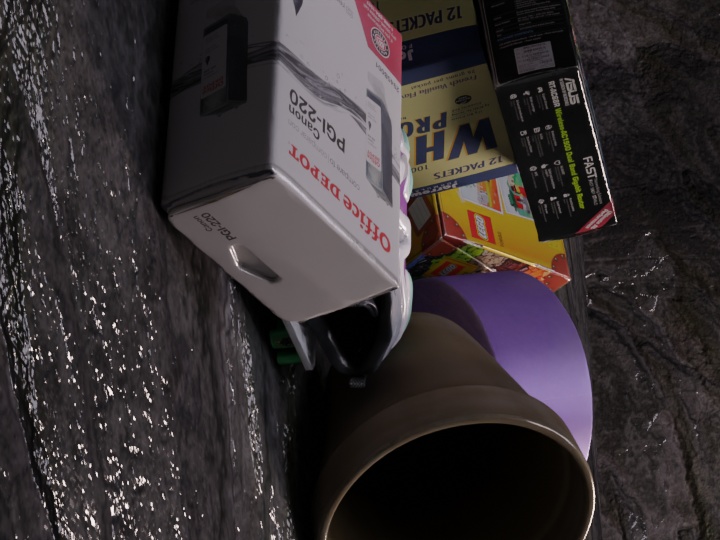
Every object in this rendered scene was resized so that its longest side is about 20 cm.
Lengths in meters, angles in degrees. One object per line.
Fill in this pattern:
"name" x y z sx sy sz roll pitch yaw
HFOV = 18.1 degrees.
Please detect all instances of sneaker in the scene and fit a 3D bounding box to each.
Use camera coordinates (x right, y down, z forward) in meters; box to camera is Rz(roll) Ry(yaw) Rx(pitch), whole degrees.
"sneaker" -0.004 -0.019 1.510 0.140 0.077 0.201 -71 152 -68

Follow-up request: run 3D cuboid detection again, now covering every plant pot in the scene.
"plant pot" 0.049 0.128 1.622 0.174 0.199 0.201 -111 -175 -52

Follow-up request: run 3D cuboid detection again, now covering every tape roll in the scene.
"tape roll" 0.092 0.102 1.784 0.200 0.085 0.201 11 -78 59

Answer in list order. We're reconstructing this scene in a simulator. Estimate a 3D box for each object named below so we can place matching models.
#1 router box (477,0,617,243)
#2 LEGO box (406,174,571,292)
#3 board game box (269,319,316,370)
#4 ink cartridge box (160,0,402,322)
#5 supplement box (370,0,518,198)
"router box" 0.130 -0.138 1.621 0.200 0.062 0.150 67 11 -55
"LEGO box" 0.083 -0.075 1.890 0.148 0.077 0.201 18 50 -37
"board game box" -0.063 -0.065 1.504 0.200 0.026 0.201 68 19 -56
"ink cartridge box" -0.044 -0.092 1.364 0.146 0.084 0.201 42 41 -44
"supplement box" 0.023 -0.183 1.666 0.200 0.134 0.201 63 15 -64
